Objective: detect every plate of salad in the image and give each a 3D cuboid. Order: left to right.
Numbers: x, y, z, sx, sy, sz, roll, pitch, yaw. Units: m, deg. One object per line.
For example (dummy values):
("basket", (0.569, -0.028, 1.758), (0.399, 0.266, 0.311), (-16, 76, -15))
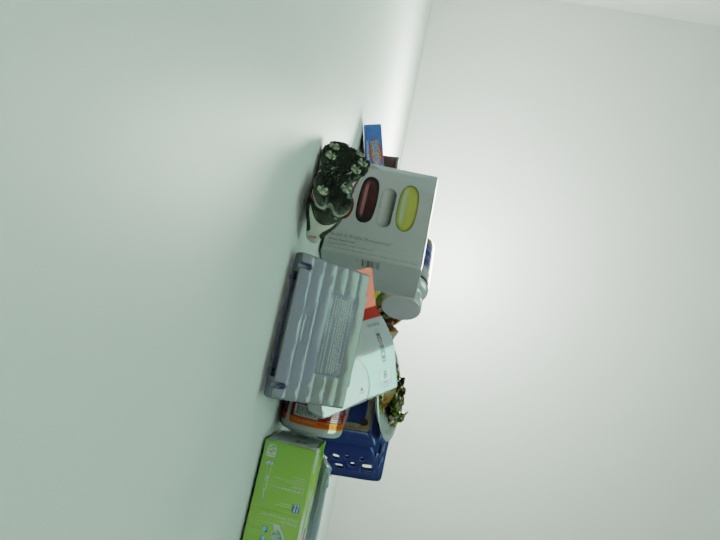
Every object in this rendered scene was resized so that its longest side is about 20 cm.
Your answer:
("plate of salad", (0.072, 0.264, 1.147), (0.200, 0.047, 0.204), (-2, 90, -73))

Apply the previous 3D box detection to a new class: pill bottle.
("pill bottle", (-0.064, 0.171, 0.906), (0.110, 0.108, 0.203), (73, 30, -80))
("pill bottle", (0.113, 0.011, 1.283), (0.117, 0.114, 0.202), (95, 8, -52))

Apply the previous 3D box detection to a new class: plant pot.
("plant pot", (-0.032, 0.337, 1.209), (0.181, 0.197, 0.202), (86, 15, -47))

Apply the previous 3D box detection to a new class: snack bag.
("snack bag", (-0.105, 0.401, 1.006), (0.200, 0.021, 0.192), (-141, -120, -65))

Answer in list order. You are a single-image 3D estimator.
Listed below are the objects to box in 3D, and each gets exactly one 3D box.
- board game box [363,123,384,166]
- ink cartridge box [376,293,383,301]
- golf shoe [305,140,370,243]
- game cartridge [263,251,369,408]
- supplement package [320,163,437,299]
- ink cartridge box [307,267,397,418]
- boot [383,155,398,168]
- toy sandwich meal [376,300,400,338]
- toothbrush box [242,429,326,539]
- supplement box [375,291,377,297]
("board game box", (0.034, -0.235, 1.296), (0.200, 0.044, 0.155), (86, 0, -74))
("ink cartridge box", (0.049, -0.018, 1.445), (0.146, 0.083, 0.203), (-60, 133, -78))
("golf shoe", (-0.044, -0.127, 0.804), (0.088, 0.076, 0.201), (-57, -172, 40))
("game cartridge", (-0.058, 0.089, 0.763), (0.038, 0.129, 0.203), (1, -105, 49))
("supplement package", (0.038, -0.080, 1.040), (0.148, 0.188, 0.203), (92, 10, -66))
("ink cartridge box", (-0.018, 0.109, 0.840), (0.161, 0.057, 0.204), (-12, 104, -39))
("boot", (0.080, -0.215, 1.399), (0.072, 0.199, 0.169), (-1, 106, -44))
("toy sandwich meal", (0.042, 0.149, 1.358), (0.206, 0.202, 0.071), (92, -21, -61))
("toothbrush box", (-0.121, 0.369, 0.841), (0.146, 0.085, 0.203), (81, 22, -77))
("supplement box", (0.000, 0.000, 1.260), (0.200, 0.107, 0.111), (-25, 126, -83))
